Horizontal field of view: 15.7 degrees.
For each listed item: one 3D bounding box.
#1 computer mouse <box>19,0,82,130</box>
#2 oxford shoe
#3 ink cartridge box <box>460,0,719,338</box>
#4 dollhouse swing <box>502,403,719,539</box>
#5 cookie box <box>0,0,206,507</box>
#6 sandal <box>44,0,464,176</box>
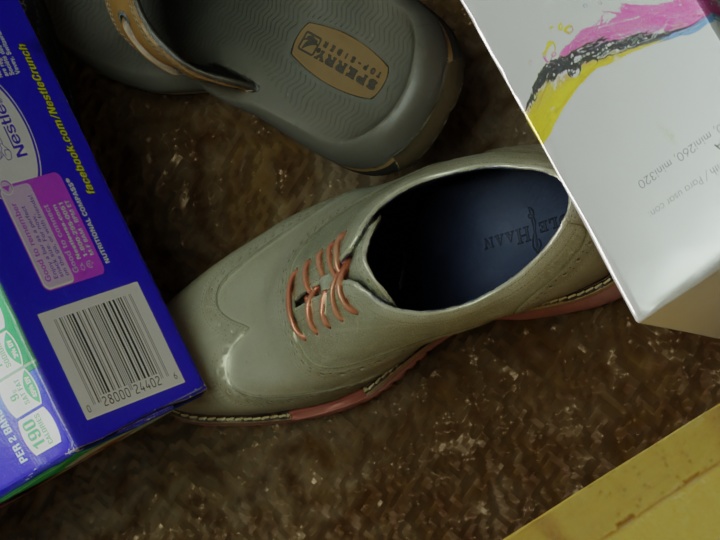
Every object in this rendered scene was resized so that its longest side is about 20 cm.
[{"bbox_3d":[-0.146,-0.092,0.945,0.138,0.053,0.201,-10,99,36],"label":"computer mouse"},{"bbox_3d":[0.000,0.000,0.862,0.199,0.074,0.071,-24,75,25],"label":"oxford shoe"},{"bbox_3d":[0.102,-0.046,0.788,0.067,0.116,0.201,-35,69,22],"label":"ink cartridge box"},{"bbox_3d":[0.087,0.149,0.696,0.200,0.182,0.176,-31,76,-13],"label":"dollhouse swing"},{"bbox_3d":[-0.174,0.014,0.916,0.200,0.075,0.172,-30,84,38],"label":"cookie box"},{"bbox_3d":[-0.050,-0.089,0.900,0.200,0.054,0.082,32,99,40],"label":"sandal"}]
